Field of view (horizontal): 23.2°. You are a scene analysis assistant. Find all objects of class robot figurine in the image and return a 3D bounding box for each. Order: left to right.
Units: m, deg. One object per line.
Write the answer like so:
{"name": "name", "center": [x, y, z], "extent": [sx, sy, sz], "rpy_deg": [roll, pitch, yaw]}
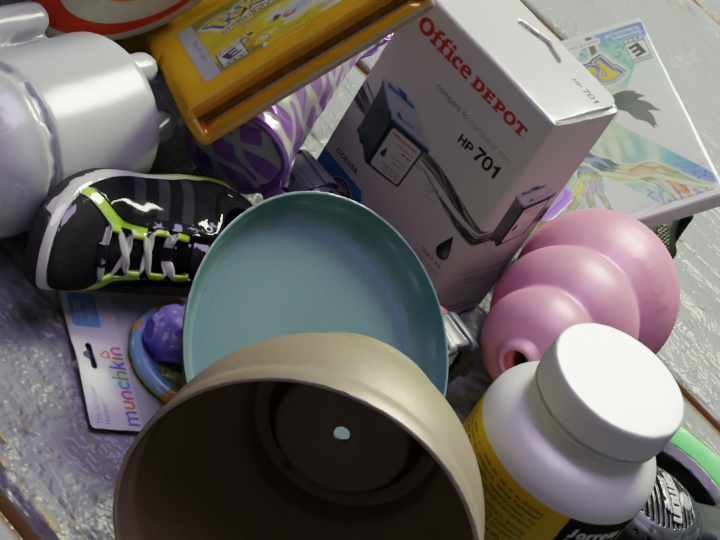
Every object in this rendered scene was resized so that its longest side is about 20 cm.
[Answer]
{"name": "robot figurine", "center": [-0.209, -0.087, 1.124], "extent": [0.200, 0.113, 0.170], "rpy_deg": [-25, 97, -50]}

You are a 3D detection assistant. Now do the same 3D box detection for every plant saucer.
{"name": "plant saucer", "center": [-0.031, 0.051, 1.097], "extent": [0.199, 0.027, 0.201], "rpy_deg": [6, 80, -36]}

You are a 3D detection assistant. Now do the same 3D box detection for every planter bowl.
{"name": "planter bowl", "center": [-0.020, 0.115, 0.974], "extent": [0.200, 0.201, 0.135], "rpy_deg": [31, 29, -2]}

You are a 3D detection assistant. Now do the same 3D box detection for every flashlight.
{"name": "flashlight", "center": [0.000, 0.000, 1.219], "extent": [0.068, 0.068, 0.200], "rpy_deg": [-13, 57, -46]}

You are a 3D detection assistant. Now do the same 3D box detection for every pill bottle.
{"name": "pill bottle", "center": [0.102, 0.128, 1.036], "extent": [0.112, 0.200, 0.113], "rpy_deg": [20, 39, -17]}

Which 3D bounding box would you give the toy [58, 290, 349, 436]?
{"name": "toy", "center": [-0.082, 0.048, 1.119], "extent": [0.199, 0.047, 0.115], "rpy_deg": [8, 42, -31]}

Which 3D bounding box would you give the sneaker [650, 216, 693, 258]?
{"name": "sneaker", "center": [0.197, -0.067, 1.436], "extent": [0.114, 0.076, 0.200], "rpy_deg": [4, 49, -36]}

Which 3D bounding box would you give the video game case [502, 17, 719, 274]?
{"name": "video game case", "center": [0.160, -0.099, 1.381], "extent": [0.199, 0.022, 0.183], "rpy_deg": [-17, 60, -5]}

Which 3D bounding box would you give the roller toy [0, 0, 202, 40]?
{"name": "roller toy", "center": [-0.174, -0.258, 1.180], "extent": [0.199, 0.183, 0.140], "rpy_deg": [-21, 67, -11]}

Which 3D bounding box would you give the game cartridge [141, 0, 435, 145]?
{"name": "game cartridge", "center": [-0.057, -0.172, 1.183], "extent": [0.033, 0.176, 0.200], "rpy_deg": [59, -1, -30]}

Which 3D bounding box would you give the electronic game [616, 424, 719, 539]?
{"name": "electronic game", "center": [0.198, 0.164, 1.199], "extent": [0.199, 0.042, 0.200], "rpy_deg": [20, 38, -17]}

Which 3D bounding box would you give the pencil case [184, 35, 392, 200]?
{"name": "pencil case", "center": [-0.047, -0.136, 1.237], "extent": [0.085, 0.084, 0.200], "rpy_deg": [39, 51, -11]}

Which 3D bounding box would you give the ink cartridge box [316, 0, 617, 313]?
{"name": "ink cartridge box", "center": [0.065, -0.086, 1.251], "extent": [0.086, 0.200, 0.147], "rpy_deg": [-17, 59, -46]}

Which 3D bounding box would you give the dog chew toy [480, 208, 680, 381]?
{"name": "dog chew toy", "center": [0.147, 0.031, 1.234], "extent": [0.124, 0.125, 0.200], "rpy_deg": [41, 31, 11]}

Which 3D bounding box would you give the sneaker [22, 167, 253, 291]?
{"name": "sneaker", "center": [-0.124, -0.024, 1.110], "extent": [0.083, 0.072, 0.200], "rpy_deg": [25, 24, 28]}

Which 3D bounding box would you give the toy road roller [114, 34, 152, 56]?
{"name": "toy road roller", "center": [-0.139, -0.236, 1.344], "extent": [0.146, 0.123, 0.200], "rpy_deg": [-23, 63, -35]}

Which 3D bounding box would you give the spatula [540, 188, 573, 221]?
{"name": "spatula", "center": [0.070, -0.079, 1.349], "extent": [0.199, 0.021, 0.056], "rpy_deg": [25, 40, 23]}
